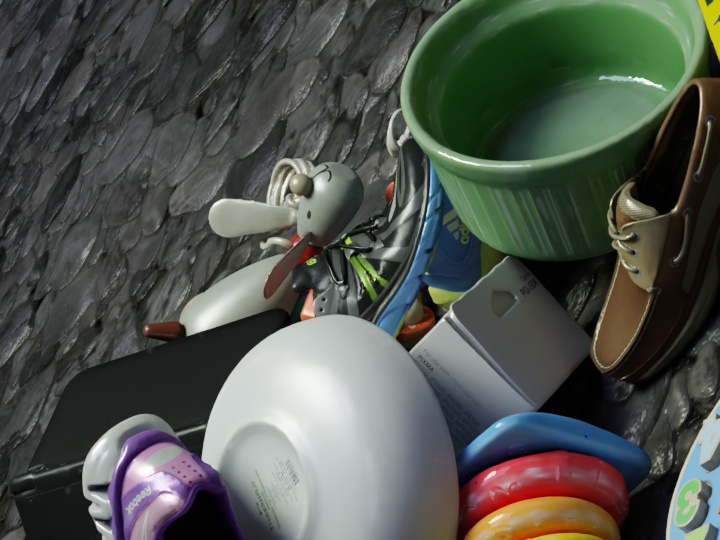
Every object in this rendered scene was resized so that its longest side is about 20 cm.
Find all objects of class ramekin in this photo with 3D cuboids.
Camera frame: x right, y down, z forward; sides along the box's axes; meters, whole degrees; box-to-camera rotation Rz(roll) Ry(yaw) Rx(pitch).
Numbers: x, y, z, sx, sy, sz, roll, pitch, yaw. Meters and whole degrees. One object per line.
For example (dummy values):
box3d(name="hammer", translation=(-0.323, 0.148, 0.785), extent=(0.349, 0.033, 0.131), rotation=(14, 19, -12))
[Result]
box3d(name="ramekin", translation=(0.133, -0.099, 1.589), extent=(0.199, 0.098, 0.201), rotation=(-13, 42, 12))

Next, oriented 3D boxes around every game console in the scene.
box3d(name="game console", translation=(-0.128, 0.140, 1.719), extent=(0.199, 0.177, 0.116), rotation=(-18, -1, 30))

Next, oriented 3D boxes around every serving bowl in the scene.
box3d(name="serving bowl", translation=(-0.033, 0.127, 1.461), extent=(0.200, 0.066, 0.201), rotation=(3, 94, 48))

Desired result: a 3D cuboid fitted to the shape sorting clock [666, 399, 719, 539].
box3d(name="shape sorting clock", translation=(0.231, 0.095, 1.324), extent=(0.200, 0.039, 0.201), rotation=(-44, 27, 30))

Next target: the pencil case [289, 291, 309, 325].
box3d(name="pencil case", translation=(-0.080, 0.075, 1.915), extent=(0.200, 0.085, 0.093), rotation=(-30, 38, 47))

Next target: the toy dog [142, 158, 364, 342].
box3d(name="toy dog", translation=(-0.086, 0.003, 1.789), extent=(0.132, 0.096, 0.201), rotation=(25, 96, 55))

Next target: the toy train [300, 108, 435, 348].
box3d(name="toy train", translation=(0.026, -0.007, 1.766), extent=(0.055, 0.150, 0.201), rotation=(13, 63, 27))

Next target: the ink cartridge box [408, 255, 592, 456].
box3d(name="ink cartridge box", translation=(0.041, 0.100, 1.574), extent=(0.200, 0.083, 0.147), rotation=(-47, -5, 26))

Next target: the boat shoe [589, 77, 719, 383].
box3d(name="boat shoe", translation=(0.182, -0.030, 1.496), extent=(0.201, 0.074, 0.076), rotation=(-66, 29, 17))

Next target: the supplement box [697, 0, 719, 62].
box3d(name="supplement box", translation=(0.273, -0.169, 1.475), extent=(0.109, 0.109, 0.200), rotation=(-47, 25, 24))

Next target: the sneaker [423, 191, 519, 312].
box3d(name="sneaker", translation=(0.093, -0.067, 1.714), extent=(0.201, 0.105, 0.076), rotation=(-63, 22, -10))

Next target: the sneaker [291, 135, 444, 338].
box3d(name="sneaker", translation=(0.000, 0.000, 1.650), extent=(0.071, 0.082, 0.200), rotation=(-40, -24, -85))

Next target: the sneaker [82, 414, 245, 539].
box3d(name="sneaker", translation=(-0.099, 0.185, 1.447), extent=(0.088, 0.201, 0.080), rotation=(15, 34, 43))

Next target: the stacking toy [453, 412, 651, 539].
box3d(name="stacking toy", translation=(0.111, 0.191, 1.399), extent=(0.110, 0.116, 0.201), rotation=(-48, 39, 37))
